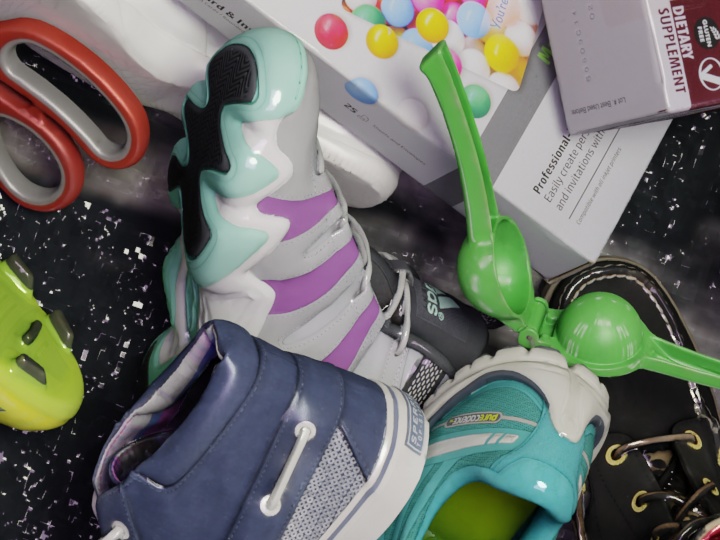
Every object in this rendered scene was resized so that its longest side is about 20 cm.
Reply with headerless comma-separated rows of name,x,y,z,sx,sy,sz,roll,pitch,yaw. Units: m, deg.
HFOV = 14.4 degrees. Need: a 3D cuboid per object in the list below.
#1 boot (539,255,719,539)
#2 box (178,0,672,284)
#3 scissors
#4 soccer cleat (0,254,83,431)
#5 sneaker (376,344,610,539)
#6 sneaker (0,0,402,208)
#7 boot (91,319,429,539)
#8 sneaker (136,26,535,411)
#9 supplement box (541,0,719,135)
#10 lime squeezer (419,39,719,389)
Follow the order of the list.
boot,0.118,0.092,1.031,0.073,0.151,0.201,-8,90,-9
box,0.034,-0.116,1.042,0.200,0.041,0.156,36,65,-12
scissors,-0.163,-0.099,1.040,0.200,0.014,0.073,43,129,-4
soccer cleat,-0.194,0.007,1.039,0.200,0.065,0.084,32,115,-12
sneaker,0.015,0.108,1.017,0.077,0.080,0.200,29,125,-13
sneaker,-0.062,-0.105,1.053,0.200,0.075,0.089,29,74,-14
boot,-0.069,0.102,1.008,0.090,0.073,0.200,27,113,-28
sneaker,0.000,0.000,1.026,0.139,0.078,0.200,1,131,-16
supplement box,0.158,-0.118,1.044,0.199,0.061,0.109,-13,91,-35
lime squeezer,0.081,0.002,1.003,0.200,0.038,0.071,39,112,-13
